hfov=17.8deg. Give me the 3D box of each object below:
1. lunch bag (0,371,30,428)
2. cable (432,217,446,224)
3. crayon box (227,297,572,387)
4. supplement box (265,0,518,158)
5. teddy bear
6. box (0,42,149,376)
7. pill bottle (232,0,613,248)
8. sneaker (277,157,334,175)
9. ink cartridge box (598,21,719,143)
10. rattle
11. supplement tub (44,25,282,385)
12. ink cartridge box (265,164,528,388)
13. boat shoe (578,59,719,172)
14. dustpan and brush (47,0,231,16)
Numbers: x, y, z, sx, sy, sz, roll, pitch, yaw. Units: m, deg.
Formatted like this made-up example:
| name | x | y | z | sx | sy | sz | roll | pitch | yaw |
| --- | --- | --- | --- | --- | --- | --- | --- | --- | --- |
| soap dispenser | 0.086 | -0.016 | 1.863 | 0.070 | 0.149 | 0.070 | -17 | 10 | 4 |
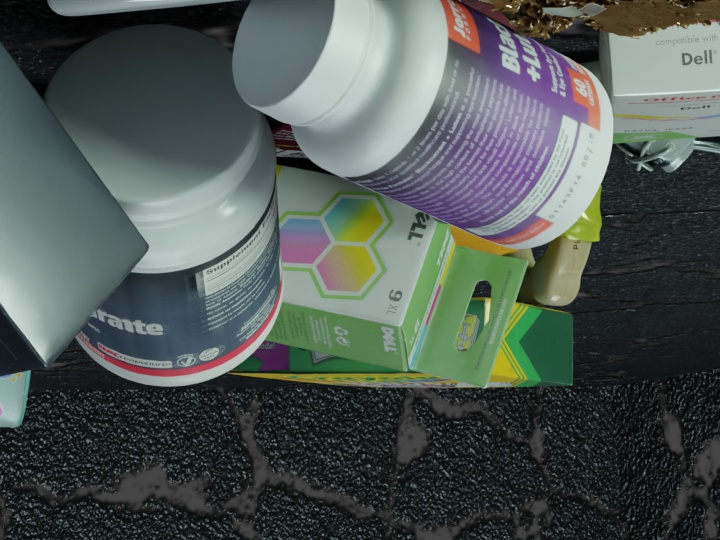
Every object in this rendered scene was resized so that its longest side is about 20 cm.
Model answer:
| name | x | y | z | sx | sy | sz | roll | pitch | yaw |
| --- | --- | --- | --- | --- | --- | --- | --- | --- | --- |
| lunch bag | -0.290 | 0.008 | 1.648 | 0.077 | 0.161 | 0.200 | -4 | -151 | -23 |
| cable | 0.106 | -0.059 | 1.484 | 0.050 | 0.098 | 0.200 | 19 | 177 | 37 |
| crayon box | 0.031 | 0.053 | 1.645 | 0.199 | 0.059 | 0.172 | -1 | 175 | 25 |
| supplement box | 0.004 | -0.115 | 1.398 | 0.108 | 0.061 | 0.200 | 2 | 170 | -32 |
| teddy bear | 0.137 | -0.160 | 1.175 | 0.144 | 0.067 | 0.199 | 16 | 167 | -42 |
| box | -0.250 | -0.043 | 1.244 | 0.181 | 0.201 | 0.104 | -13 | -150 | 45 |
| pill bottle | 0.032 | -0.092 | 1.230 | 0.199 | 0.112 | 0.111 | 22 | 158 | -38 |
| sneaker | 0.027 | -0.086 | 1.569 | 0.199 | 0.071 | 0.090 | -11 | 167 | 25 |
| ink cartridge box | 0.202 | -0.128 | 1.371 | 0.116 | 0.068 | 0.200 | -4 | 172 | 5 |
| rattle | 0.079 | -0.050 | 1.655 | 0.142 | 0.131 | 0.200 | -13 | -149 | -17 |
| supplement tub | -0.118 | -0.036 | 1.370 | 0.139 | 0.141 | 0.201 | -3 | 147 | -2 |
| ink cartridge box | 0.000 | 0.000 | 1.503 | 0.198 | 0.104 | 0.059 | 12 | 148 | 15 |
| boat shoe | 0.209 | -0.103 | 1.542 | 0.199 | 0.072 | 0.070 | 0 | 172 | -22 |
| dustpan and brush | -0.135 | -0.154 | 1.119 | 0.199 | 0.058 | 0.139 | -8 | -174 | -22 |
